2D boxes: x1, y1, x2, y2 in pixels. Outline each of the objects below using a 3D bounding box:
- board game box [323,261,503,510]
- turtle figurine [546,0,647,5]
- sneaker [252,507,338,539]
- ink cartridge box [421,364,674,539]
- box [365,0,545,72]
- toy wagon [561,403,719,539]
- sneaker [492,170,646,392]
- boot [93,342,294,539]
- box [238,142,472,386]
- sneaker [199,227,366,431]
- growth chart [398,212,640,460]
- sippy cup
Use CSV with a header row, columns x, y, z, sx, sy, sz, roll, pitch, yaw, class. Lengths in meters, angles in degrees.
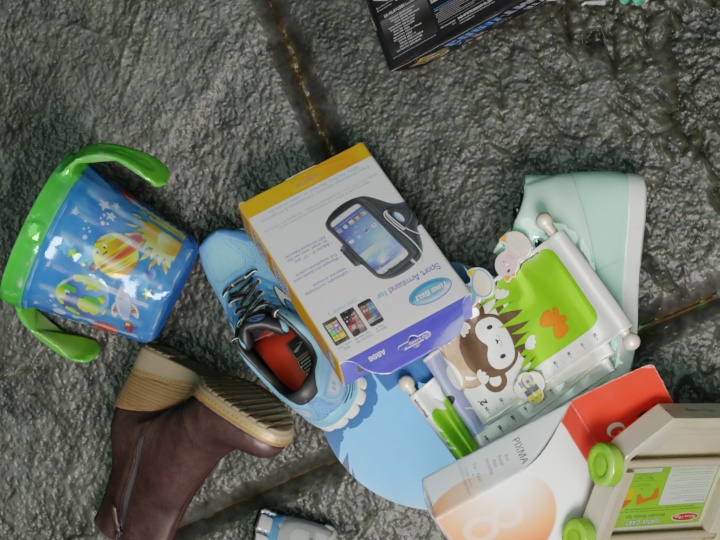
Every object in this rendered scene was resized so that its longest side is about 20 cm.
x,y,z,sx,sy,sz,roll,pitch,yaw,class
0.061,0.092,1.243,0.158,0.039,0.200,44,94,13,board game box
0.223,-0.288,1.183,0.199,0.101,0.151,-19,93,13,turtle figurine
-0.052,0.295,1.227,0.086,0.075,0.202,5,72,-3,sneaker
0.169,0.177,1.171,0.199,0.050,0.162,-27,131,10,ink cartridge box
0.069,-0.285,1.184,0.199,0.050,0.200,-24,84,43,box
0.228,0.195,1.172,0.154,0.040,0.201,3,117,-27,toy wagon
0.162,0.019,1.204,0.117,0.074,0.202,4,81,3,sneaker
-0.138,0.164,1.229,0.199,0.072,0.168,22,100,45,boot
0.000,0.000,1.192,0.118,0.042,0.201,-27,60,-11,box
-0.071,0.036,1.222,0.078,0.090,0.200,-43,64,10,sneaker
0.119,0.066,1.182,0.145,0.018,0.200,47,111,14,growth chart
-0.209,-0.009,1.245,0.130,0.178,0.140,25,66,-2,sippy cup
